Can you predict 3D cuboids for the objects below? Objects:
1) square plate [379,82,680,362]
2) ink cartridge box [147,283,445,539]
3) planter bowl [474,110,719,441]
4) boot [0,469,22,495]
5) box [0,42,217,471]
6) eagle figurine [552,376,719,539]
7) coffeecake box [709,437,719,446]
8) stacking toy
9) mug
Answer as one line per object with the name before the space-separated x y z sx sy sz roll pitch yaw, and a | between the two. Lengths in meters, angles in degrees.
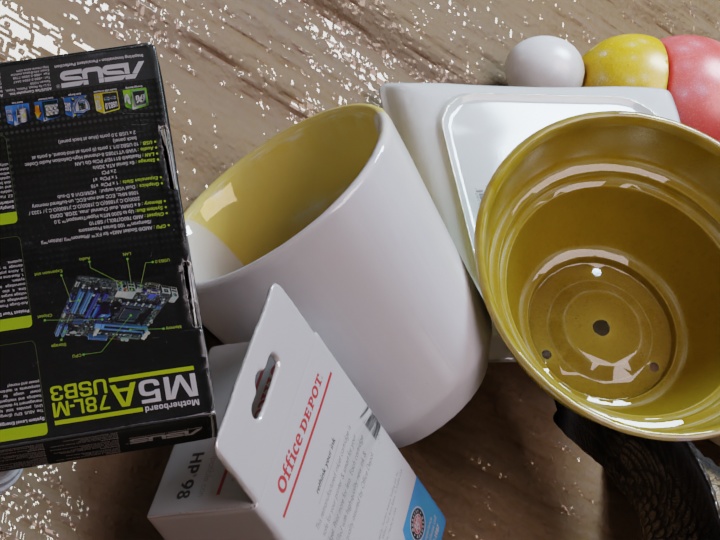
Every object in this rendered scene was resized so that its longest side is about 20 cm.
square plate | 0.124 -0.036 1.546 0.198 0.028 0.200 0 56 -20
ink cartridge box | -0.038 0.114 1.321 0.200 0.067 0.116 56 38 -36
planter bowl | 0.147 0.018 1.447 0.200 0.083 0.201 7 62 -14
boot | -0.159 0.012 1.274 0.074 0.096 0.200 28 51 -32
box | -0.178 -0.001 1.218 0.200 0.048 0.193 -9 73 -6
eagle figurine | 0.185 0.159 1.525 0.151 0.152 0.200 9 66 -18
coffeecake box | 0.317 0.029 1.679 0.153 0.073 0.200 8 107 -43
stacking toy | 0.184 -0.110 1.684 0.200 0.146 0.146 19 55 -19
mug | 0.003 0.002 1.412 0.153 0.149 0.187 53 53 -22
